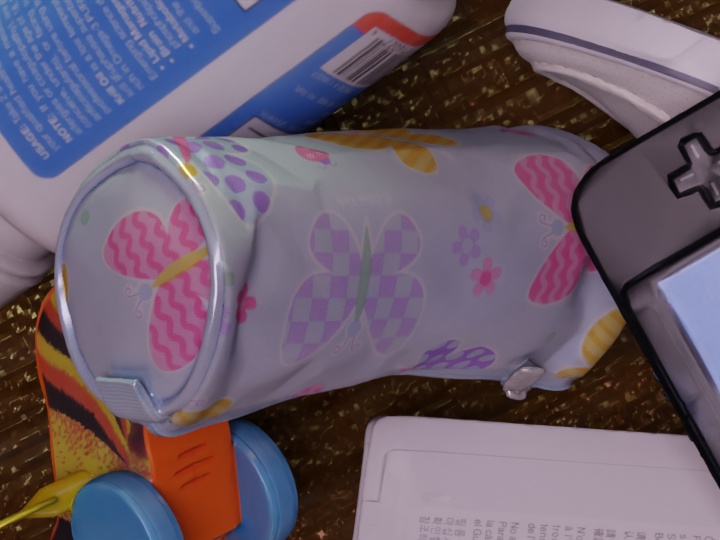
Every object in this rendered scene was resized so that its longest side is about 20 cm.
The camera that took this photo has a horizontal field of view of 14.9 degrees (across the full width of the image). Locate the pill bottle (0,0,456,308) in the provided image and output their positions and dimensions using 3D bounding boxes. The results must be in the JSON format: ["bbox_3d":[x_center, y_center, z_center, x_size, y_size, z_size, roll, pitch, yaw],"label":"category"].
[{"bbox_3d":[-0.077,-0.072,0.919,0.200,0.112,0.112,-35,86,19],"label":"pill bottle"}]

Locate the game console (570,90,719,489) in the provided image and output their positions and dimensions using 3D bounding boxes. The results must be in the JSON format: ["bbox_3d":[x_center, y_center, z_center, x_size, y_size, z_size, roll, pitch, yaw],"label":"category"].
[{"bbox_3d":[0.167,0.015,0.799,0.172,0.119,0.200,-30,79,12],"label":"game console"}]

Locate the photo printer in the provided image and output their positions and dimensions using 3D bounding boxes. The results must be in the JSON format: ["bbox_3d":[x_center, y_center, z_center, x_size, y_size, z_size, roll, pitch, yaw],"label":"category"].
[{"bbox_3d":[0.093,0.132,0.901,0.200,0.069,0.166,3,65,9],"label":"photo printer"}]

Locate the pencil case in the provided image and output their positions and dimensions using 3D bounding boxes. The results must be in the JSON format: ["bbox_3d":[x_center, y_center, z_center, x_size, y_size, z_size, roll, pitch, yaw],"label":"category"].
[{"bbox_3d":[0.000,0.000,0.875,0.083,0.200,0.091,24,109,44],"label":"pencil case"}]

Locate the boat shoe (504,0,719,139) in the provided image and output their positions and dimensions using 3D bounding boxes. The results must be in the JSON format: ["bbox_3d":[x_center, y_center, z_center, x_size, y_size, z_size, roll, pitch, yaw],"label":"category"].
[{"bbox_3d":[0.133,-0.032,0.919,0.200,0.071,0.070,25,92,1],"label":"boat shoe"}]

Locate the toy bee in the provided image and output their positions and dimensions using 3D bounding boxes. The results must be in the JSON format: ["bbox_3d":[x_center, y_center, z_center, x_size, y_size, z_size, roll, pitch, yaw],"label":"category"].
[{"bbox_3d":[-0.082,0.087,0.931,0.109,0.131,0.200,3,90,47],"label":"toy bee"}]
